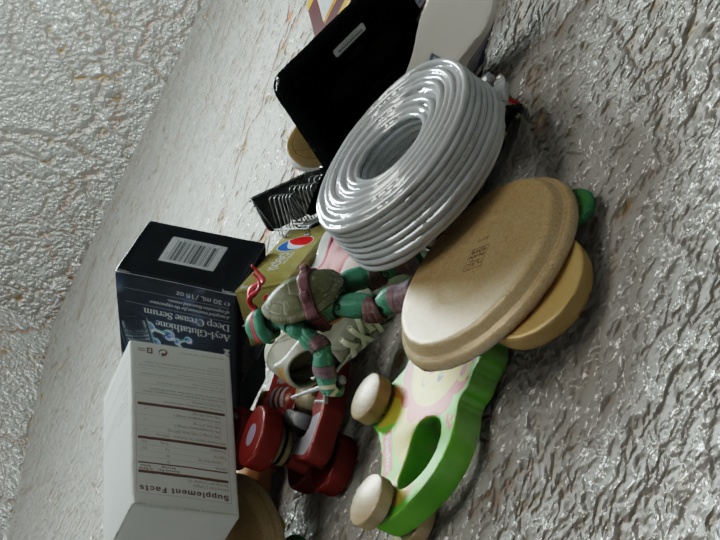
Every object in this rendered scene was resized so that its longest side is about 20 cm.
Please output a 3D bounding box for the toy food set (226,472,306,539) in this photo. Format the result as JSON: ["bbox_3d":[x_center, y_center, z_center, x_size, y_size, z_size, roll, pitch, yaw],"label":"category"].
[{"bbox_3d":[-0.133,0.321,1.603,0.198,0.048,0.201,51,122,40],"label":"toy food set"}]

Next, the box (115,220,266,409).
[{"bbox_3d":[-0.193,0.064,1.725,0.107,0.146,0.202,-64,-19,-52],"label":"box"}]

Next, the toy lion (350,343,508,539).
[{"bbox_3d":[0.069,0.115,1.312,0.192,0.068,0.201,-48,25,33],"label":"toy lion"}]

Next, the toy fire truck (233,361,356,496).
[{"bbox_3d":[-0.064,0.142,1.584,0.200,0.111,0.170,-16,56,68],"label":"toy fire truck"}]

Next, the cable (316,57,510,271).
[{"bbox_3d":[0.045,-0.096,1.334,0.199,0.069,0.201,-38,27,24],"label":"cable"}]

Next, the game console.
[{"bbox_3d":[-0.011,-0.185,1.576,0.200,0.177,0.116,-48,27,-26],"label":"game console"}]

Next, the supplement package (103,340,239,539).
[{"bbox_3d":[-0.202,0.194,1.567,0.117,0.116,0.202,123,149,-45],"label":"supplement package"}]

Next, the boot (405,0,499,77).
[{"bbox_3d":[0.099,-0.228,1.519,0.090,0.072,0.201,-25,-33,-55],"label":"boot"}]

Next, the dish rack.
[{"bbox_3d":[-0.033,-0.090,1.715,0.152,0.055,0.200,-27,10,-15],"label":"dish rack"}]

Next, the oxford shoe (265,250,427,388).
[{"bbox_3d":[-0.005,0.052,1.479,0.199,0.075,0.058,-35,43,6],"label":"oxford shoe"}]

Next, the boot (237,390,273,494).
[{"bbox_3d":[-0.123,0.229,1.742,0.156,0.073,0.200,-64,21,5],"label":"boot"}]

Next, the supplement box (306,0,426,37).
[{"bbox_3d":[0.042,-0.341,1.763,0.199,0.131,0.201,-62,19,22],"label":"supplement box"}]

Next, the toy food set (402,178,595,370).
[{"bbox_3d":[0.112,0.002,1.233,0.199,0.049,0.199,-34,28,35],"label":"toy food set"}]

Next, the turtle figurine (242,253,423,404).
[{"bbox_3d":[-0.033,0.042,1.382,0.198,0.101,0.151,-20,49,17],"label":"turtle figurine"}]

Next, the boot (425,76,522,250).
[{"bbox_3d":[0.101,-0.099,1.429,0.200,0.072,0.152,-105,38,-70],"label":"boot"}]

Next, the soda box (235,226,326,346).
[{"bbox_3d":[-0.074,0.012,1.688,0.200,0.063,0.069,-56,-47,-64],"label":"soda box"}]

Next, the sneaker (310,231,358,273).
[{"bbox_3d":[0.000,0.000,1.639,0.103,0.076,0.201,-13,21,24],"label":"sneaker"}]

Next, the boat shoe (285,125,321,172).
[{"bbox_3d":[-0.022,-0.168,1.783,0.200,0.071,0.069,-40,-5,-36],"label":"boat shoe"}]
